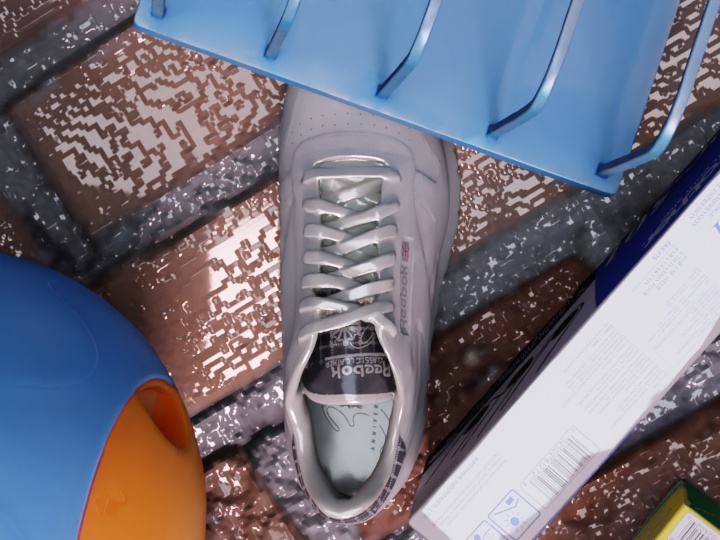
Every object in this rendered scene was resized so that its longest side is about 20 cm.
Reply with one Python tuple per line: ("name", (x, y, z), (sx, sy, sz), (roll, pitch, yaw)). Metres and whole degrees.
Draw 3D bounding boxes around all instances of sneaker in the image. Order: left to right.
("sneaker", (0.000, 0.000, 0.863), (0.076, 0.080, 0.201), (-2, 96, 8))

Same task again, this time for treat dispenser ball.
("treat dispenser ball", (-0.158, 0.092, 0.832), (0.200, 0.201, 0.202), (1, 99, 6))

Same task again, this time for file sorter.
("file sorter", (0.033, -0.128, 0.791), (0.199, 0.123, 0.139), (19, 86, -5))

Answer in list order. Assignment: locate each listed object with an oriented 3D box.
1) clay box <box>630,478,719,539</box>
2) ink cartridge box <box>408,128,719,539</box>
("clay box", (0.118, 0.201, 0.899), (0.115, 0.048, 0.200), (37, 102, -1))
("ink cartridge box", (0.101, 0.028, 0.850), (0.044, 0.094, 0.200), (41, 101, -1))
